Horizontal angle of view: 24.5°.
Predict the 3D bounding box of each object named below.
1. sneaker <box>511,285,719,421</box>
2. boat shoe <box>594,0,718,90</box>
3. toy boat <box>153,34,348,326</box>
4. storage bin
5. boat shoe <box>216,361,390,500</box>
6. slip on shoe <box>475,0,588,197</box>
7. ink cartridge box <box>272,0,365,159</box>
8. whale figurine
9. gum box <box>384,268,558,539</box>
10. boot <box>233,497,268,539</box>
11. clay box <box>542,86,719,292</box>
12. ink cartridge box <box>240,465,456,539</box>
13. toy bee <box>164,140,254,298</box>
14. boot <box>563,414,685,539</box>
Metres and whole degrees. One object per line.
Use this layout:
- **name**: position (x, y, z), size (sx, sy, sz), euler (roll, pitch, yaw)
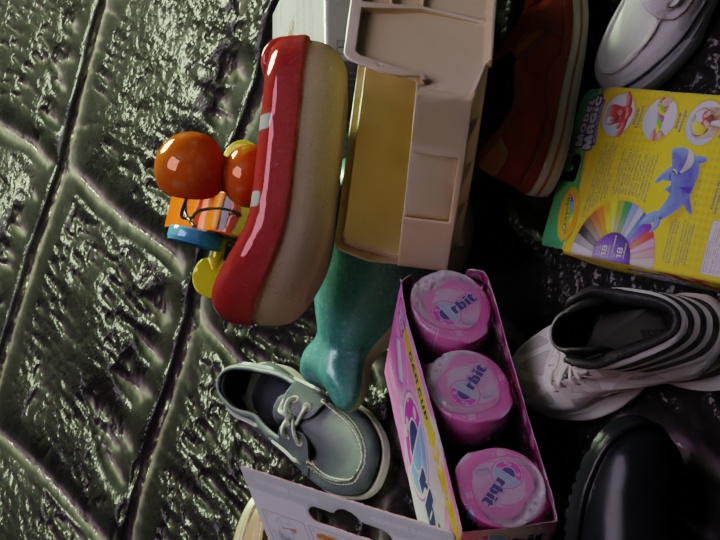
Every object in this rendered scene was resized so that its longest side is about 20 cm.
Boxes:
- **sneaker**: position (0.140, 0.042, 1.036), size (0.199, 0.114, 0.077), euler (-17, 63, 49)
- **boat shoe**: position (0.204, -0.204, 1.088), size (0.201, 0.066, 0.074), euler (-57, 39, 21)
- **toy boat**: position (-0.079, -0.064, 1.153), size (0.131, 0.129, 0.203), euler (88, -172, -79)
- **storage bin**: position (0.037, -0.136, 1.119), size (0.201, 0.092, 0.200), euler (95, -178, -56)
- **boat shoe**: position (-0.049, 0.122, 1.298), size (0.200, 0.061, 0.074), euler (31, 102, 53)
- **slip on shoe**: position (0.118, -0.145, 1.154), size (0.074, 0.060, 0.202), euler (120, 164, -59)
- **ink cartridge box**: position (-0.033, -0.164, 1.346), size (0.174, 0.043, 0.203), euler (125, 147, -63)
- **whale figurine**: position (0.000, 0.000, 1.244), size (0.159, 0.103, 0.202), euler (36, 103, 52)
- **gum box**: position (0.068, 0.108, 1.106), size (0.114, 0.065, 0.202), euler (98, 163, -54)
- **boot**: position (-0.031, 0.258, 1.213), size (0.155, 0.072, 0.203), euler (-15, 67, 50)
- **clay box**: position (0.204, -0.051, 1.045), size (0.199, 0.047, 0.116), euler (15, 87, 56)
- **ink cartridge box**: position (0.023, 0.194, 1.040), size (0.159, 0.201, 0.047), euler (12, 48, 33)
- **toy bee**: position (-0.111, -0.037, 1.428), size (0.200, 0.107, 0.132), euler (-105, 32, -70)
- **boot**: position (0.185, 0.201, 0.946), size (0.168, 0.076, 0.203), euler (21, 101, 57)
